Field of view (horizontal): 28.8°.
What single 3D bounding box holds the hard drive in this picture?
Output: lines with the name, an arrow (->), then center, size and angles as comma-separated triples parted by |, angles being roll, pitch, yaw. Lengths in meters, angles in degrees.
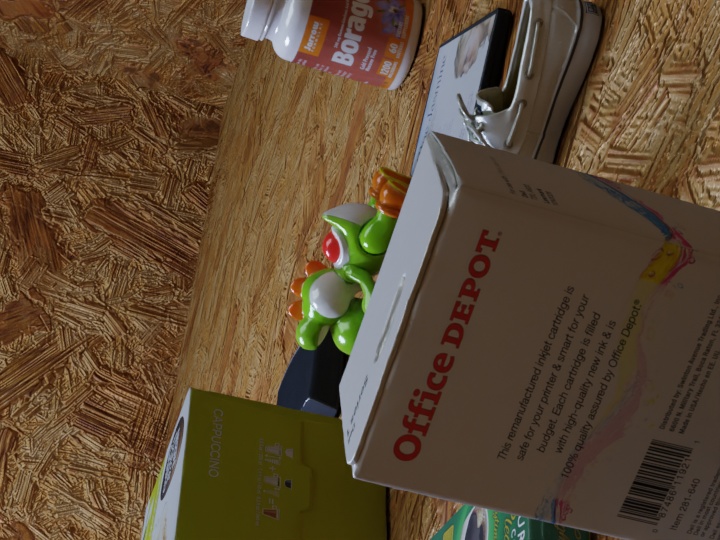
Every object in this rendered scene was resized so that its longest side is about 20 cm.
hard drive -> -0.065, 0.153, 1.673 | 0.200, 0.042, 0.136 | 121, 160, -54

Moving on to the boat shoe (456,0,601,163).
boat shoe -> 0.109, -0.116, 1.068 | 0.075, 0.085, 0.203 | -101, 28, -63

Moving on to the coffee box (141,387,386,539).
coffee box -> -0.097, 0.261, 1.319 | 0.200, 0.199, 0.198 | -91, 19, -49

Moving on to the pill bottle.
pill bottle -> -0.035, -0.292, 1.662 | 0.112, 0.199, 0.113 | -166, 90, -78

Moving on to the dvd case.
dvd case -> 0.094, -0.166, 1.359 | 0.200, 0.017, 0.144 | 175, 107, -78

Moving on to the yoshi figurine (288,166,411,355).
yoshi figurine -> 0.012, 0.006, 1.431 | 0.112, 0.112, 0.201 | 41, 107, 32

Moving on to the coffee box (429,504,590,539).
coffee box -> 0.089, 0.202, 0.902 | 0.200, 0.044, 0.124 | 120, 160, -54

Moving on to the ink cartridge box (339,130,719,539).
ink cartridge box -> 0.104, 0.036, 0.645 | 0.084, 0.199, 0.146 | -105, 31, -66
